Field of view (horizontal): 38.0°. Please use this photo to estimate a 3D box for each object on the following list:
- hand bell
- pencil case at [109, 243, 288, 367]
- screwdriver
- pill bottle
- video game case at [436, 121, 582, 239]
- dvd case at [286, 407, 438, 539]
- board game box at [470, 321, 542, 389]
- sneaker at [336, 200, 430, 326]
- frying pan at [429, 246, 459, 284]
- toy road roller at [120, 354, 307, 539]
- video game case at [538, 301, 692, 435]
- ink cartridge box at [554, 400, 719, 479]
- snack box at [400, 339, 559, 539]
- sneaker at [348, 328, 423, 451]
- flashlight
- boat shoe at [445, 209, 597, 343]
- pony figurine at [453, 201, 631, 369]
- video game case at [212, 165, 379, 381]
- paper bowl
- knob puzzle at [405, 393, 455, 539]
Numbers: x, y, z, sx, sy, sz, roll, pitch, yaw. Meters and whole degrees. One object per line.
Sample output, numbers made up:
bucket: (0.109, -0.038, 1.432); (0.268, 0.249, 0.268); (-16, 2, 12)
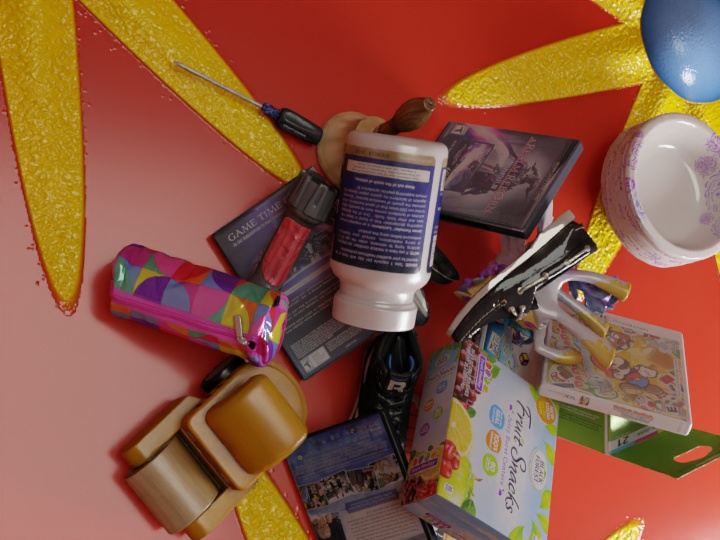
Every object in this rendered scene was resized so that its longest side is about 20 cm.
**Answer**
hand bell: (0.033, -0.161, 1.216); (0.102, 0.199, 0.107); (4, 80, -24)
pencil case: (-0.170, 0.036, 1.103); (0.196, 0.089, 0.090); (17, 71, 14)
screwdriver: (-0.130, -0.202, 1.237); (0.198, 0.029, 0.028); (27, 70, -25)
pill bottle: (0.027, -0.044, 1.135); (0.114, 0.115, 0.204); (4, 98, -24)
video game case: (0.152, -0.114, 1.269); (0.144, 0.198, 0.019); (-55, 134, -21)
dvd case: (0.006, 0.268, 1.173); (0.017, 0.141, 0.203); (-21, 90, -65)
board game box: (0.175, 0.171, 1.300); (0.125, 0.034, 0.204); (27, 65, -28)
sneaker: (0.000, 0.000, 1.252); (0.086, 0.078, 0.200); (-44, 92, -3)
frying pan: (0.056, -0.028, 1.242); (0.115, 0.031, 0.189); (50, 17, 26)
toy road roller: (-0.142, 0.180, 1.103); (0.200, 0.146, 0.124); (-43, 99, -25)
video game case: (0.315, 0.113, 1.297); (0.178, 0.023, 0.201); (15, 32, 6)
ink cartridge box: (0.354, 0.176, 1.297); (0.146, 0.198, 0.077); (-13, 105, -34)
snack box: (0.141, 0.206, 1.182); (0.168, 0.067, 0.203); (35, 49, -23)
sneaker: (0.027, 0.157, 1.188); (0.071, 0.112, 0.204); (8, 69, -8)
flashlight: (-0.088, -0.010, 1.160); (0.067, 0.068, 0.202); (34, 102, 25)
boat shoe: (0.181, 0.019, 1.175); (0.199, 0.074, 0.060); (-42, 83, -9)
pony figurine: (0.222, 0.012, 1.267); (0.197, 0.167, 0.195); (26, 56, -2)
video game case: (-0.060, 0.004, 1.207); (0.141, 0.019, 0.202); (-32, 95, 4)
paper bowl: (0.417, -0.106, 1.444); (0.197, 0.104, 0.205); (4, 80, -25)
knob puzzle: (0.049, 0.245, 1.248); (0.215, 0.030, 0.225); (5, 79, -25)
